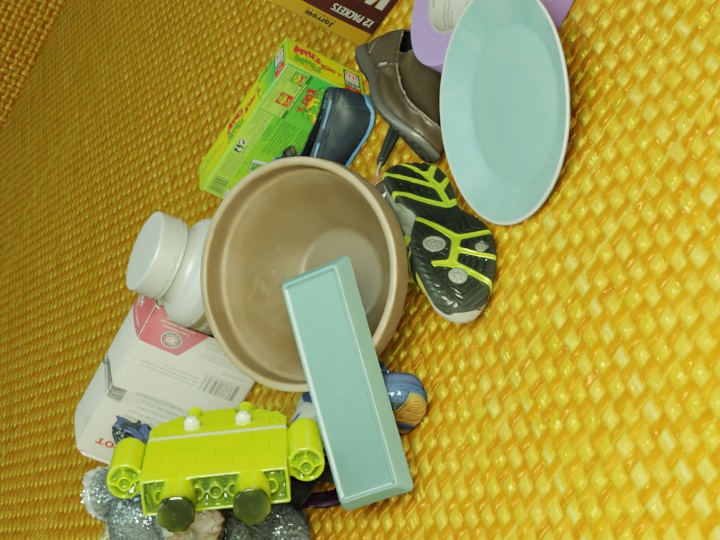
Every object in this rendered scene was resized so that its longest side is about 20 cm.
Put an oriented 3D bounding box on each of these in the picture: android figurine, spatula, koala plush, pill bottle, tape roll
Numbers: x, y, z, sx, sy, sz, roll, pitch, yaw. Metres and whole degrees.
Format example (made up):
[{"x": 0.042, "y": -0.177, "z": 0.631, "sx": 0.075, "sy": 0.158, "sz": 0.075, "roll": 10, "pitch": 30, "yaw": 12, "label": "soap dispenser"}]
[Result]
[{"x": -0.119, "y": 0.157, "z": 1.280, "sx": 0.200, "sy": 0.179, "sz": 0.042, "roll": -95, "pitch": 0, "yaw": -72, "label": "android figurine"}, {"x": 0.021, "y": -0.091, "z": 1.518, "sx": 0.057, "sy": 0.020, "sz": 0.202, "roll": 107, "pitch": 179, "yaw": -69, "label": "spatula"}, {"x": -0.151, "y": 0.244, "z": 1.353, "sx": 0.176, "sy": 0.200, "sz": 0.185, "roll": 11, "pitch": 62, "yaw": 48, "label": "koala plush"}, {"x": -0.129, "y": 0.016, "z": 1.535, "sx": 0.111, "sy": 0.198, "sz": 0.112, "roll": -46, "pitch": 32, "yaw": 40, "label": "pill bottle"}, {"x": 0.127, "y": -0.269, "z": 1.411, "sx": 0.200, "sy": 0.065, "sz": 0.202, "roll": -45, "pitch": 33, "yaw": 41, "label": "tape roll"}]

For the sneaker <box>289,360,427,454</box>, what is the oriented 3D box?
[{"x": -0.005, "y": 0.103, "z": 1.357, "sx": 0.199, "sy": 0.075, "sz": 0.089, "roll": -24, "pitch": 48, "yaw": 56, "label": "sneaker"}]

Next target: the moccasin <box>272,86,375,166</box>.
[{"x": -0.059, "y": -0.116, "z": 1.660, "sx": 0.201, "sy": 0.068, "sz": 0.081, "roll": -60, "pitch": 25, "yaw": 18, "label": "moccasin"}]

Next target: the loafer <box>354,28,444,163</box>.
[{"x": 0.048, "y": -0.181, "z": 1.486, "sx": 0.071, "sy": 0.073, "sz": 0.201, "roll": -38, "pitch": 40, "yaw": 12, "label": "loafer"}]

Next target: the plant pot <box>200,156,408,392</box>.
[{"x": -0.036, "y": 0.004, "z": 1.344, "sx": 0.198, "sy": 0.092, "sz": 0.204, "roll": -1, "pitch": 89, "yaw": 28, "label": "plant pot"}]

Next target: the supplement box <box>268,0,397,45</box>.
[{"x": -0.003, "y": -0.404, "z": 1.710, "sx": 0.200, "sy": 0.132, "sz": 0.199, "roll": -48, "pitch": 31, "yaw": 37, "label": "supplement box"}]

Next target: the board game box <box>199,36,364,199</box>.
[{"x": -0.091, "y": -0.155, "z": 1.720, "sx": 0.200, "sy": 0.101, "sz": 0.048, "roll": -51, "pitch": 29, "yaw": 32, "label": "board game box"}]

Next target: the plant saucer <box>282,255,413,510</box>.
[{"x": -0.015, "y": 0.094, "z": 1.268, "sx": 0.069, "sy": 0.019, "sz": 0.203, "roll": -21, "pitch": 80, "yaw": 27, "label": "plant saucer"}]

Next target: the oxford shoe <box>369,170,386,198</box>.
[{"x": 0.000, "y": 0.000, "z": 1.429, "sx": 0.202, "sy": 0.071, "sz": 0.073, "roll": -60, "pitch": 23, "yaw": 5, "label": "oxford shoe"}]

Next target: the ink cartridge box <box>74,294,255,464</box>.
[{"x": -0.208, "y": 0.122, "z": 1.675, "sx": 0.201, "sy": 0.145, "sz": 0.083, "roll": -57, "pitch": 25, "yaw": 21, "label": "ink cartridge box"}]

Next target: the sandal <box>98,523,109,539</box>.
[{"x": -0.237, "y": 0.254, "z": 1.613, "sx": 0.212, "sy": 0.070, "sz": 0.077, "roll": -48, "pitch": 24, "yaw": -23, "label": "sandal"}]

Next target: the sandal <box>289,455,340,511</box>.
[{"x": -0.036, "y": 0.190, "z": 1.358, "sx": 0.200, "sy": 0.074, "sz": 0.049, "roll": -10, "pitch": 81, "yaw": 62, "label": "sandal"}]

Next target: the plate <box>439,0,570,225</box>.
[{"x": 0.126, "y": -0.139, "z": 1.286, "sx": 0.199, "sy": 0.025, "sz": 0.203, "roll": 11, "pitch": 103, "yaw": 62, "label": "plate"}]

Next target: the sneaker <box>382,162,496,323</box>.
[{"x": 0.069, "y": -0.014, "z": 1.332, "sx": 0.201, "sy": 0.074, "sz": 0.077, "roll": -108, "pitch": 16, "yaw": -52, "label": "sneaker"}]

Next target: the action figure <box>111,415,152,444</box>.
[{"x": -0.185, "y": 0.230, "z": 1.557, "sx": 0.199, "sy": 0.105, "sz": 0.194, "roll": 25, "pitch": 65, "yaw": 36, "label": "action figure"}]
